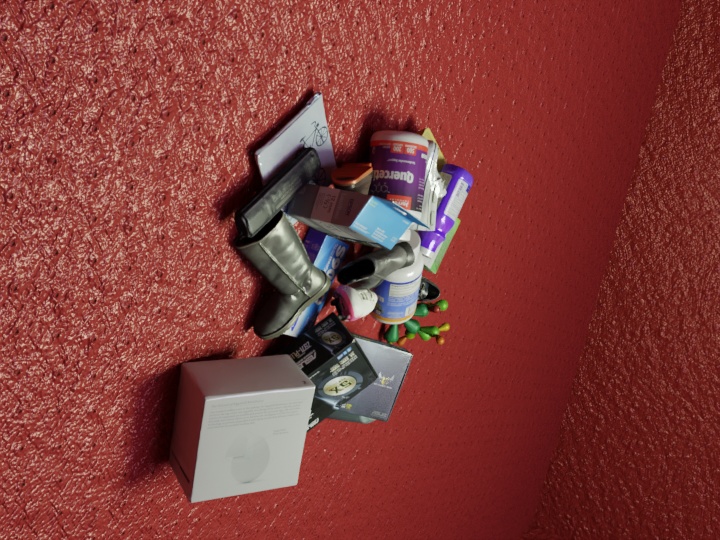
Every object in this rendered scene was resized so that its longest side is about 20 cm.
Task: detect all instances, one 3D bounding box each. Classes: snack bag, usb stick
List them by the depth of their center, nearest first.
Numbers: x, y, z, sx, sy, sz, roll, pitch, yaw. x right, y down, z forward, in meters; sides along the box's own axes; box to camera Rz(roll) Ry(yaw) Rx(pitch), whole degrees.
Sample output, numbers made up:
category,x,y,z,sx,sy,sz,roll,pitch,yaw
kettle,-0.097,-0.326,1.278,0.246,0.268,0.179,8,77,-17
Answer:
category,x,y,z,sx,sy,sz,roll,pitch,yaw
usb stick,-0.133,-0.129,1.422,0.200,0.033,0.056,-48,140,-32
snack bag,-0.111,-0.176,1.485,0.189,0.021,0.200,-50,148,-30

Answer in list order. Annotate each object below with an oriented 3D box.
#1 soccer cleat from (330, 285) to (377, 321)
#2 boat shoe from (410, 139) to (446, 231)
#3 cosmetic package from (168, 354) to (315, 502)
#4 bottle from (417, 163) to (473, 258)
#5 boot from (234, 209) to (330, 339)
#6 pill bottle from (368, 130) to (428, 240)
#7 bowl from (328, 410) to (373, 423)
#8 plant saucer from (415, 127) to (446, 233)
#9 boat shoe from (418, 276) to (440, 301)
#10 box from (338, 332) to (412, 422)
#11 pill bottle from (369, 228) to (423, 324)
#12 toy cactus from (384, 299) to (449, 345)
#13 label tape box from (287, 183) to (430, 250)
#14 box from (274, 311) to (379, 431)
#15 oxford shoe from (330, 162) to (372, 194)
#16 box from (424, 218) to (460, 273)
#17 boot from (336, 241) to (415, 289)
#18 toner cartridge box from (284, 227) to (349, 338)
category,x,y,z,sx,sy,sz,roll,pitch,yaw
soccer cleat,-0.007,0.056,1.664,0.086,0.070,0.200,-20,178,-8
boat shoe,0.141,-0.169,1.756,0.074,0.067,0.200,-82,-178,-52
cosmetic package,-0.203,0.260,1.475,0.199,0.123,0.201,-1,116,-31
bottle,0.172,-0.125,1.863,0.084,0.065,0.200,28,86,-61
boot,-0.155,0.011,1.494,0.182,0.073,0.200,-46,144,-5
pill bottle,0.065,-0.160,1.660,0.112,0.112,0.201,6,89,-61
bowl,0.011,0.257,1.931,0.201,0.105,0.201,-41,143,-41
plant saucer,0.103,-0.175,1.826,0.200,0.048,0.200,-61,152,-11
boat shoe,0.128,0.043,2.012,0.200,0.066,0.070,19,94,-62
box,-0.010,0.214,1.805,0.200,0.051,0.158,19,95,-23
pill bottle,0.072,0.007,1.818,0.112,0.112,0.200,-42,151,-38
toy cactus,0.105,0.126,1.994,0.200,0.102,0.165,-35,128,21
label tape box,-0.002,-0.086,1.486,0.143,0.200,0.066,26,81,-56
box,-0.085,0.201,1.664,0.200,0.086,0.164,-36,144,-7
oxford shoe,-0.010,-0.150,1.552,0.200,0.071,0.073,-51,140,-75
box,0.158,-0.086,2.004,0.145,0.036,0.200,-64,151,-5
boot,0.000,0.000,1.696,0.131,0.070,0.200,-18,169,-40
toner cartridge box,-0.097,0.026,1.637,0.095,0.043,0.200,24,89,-61
